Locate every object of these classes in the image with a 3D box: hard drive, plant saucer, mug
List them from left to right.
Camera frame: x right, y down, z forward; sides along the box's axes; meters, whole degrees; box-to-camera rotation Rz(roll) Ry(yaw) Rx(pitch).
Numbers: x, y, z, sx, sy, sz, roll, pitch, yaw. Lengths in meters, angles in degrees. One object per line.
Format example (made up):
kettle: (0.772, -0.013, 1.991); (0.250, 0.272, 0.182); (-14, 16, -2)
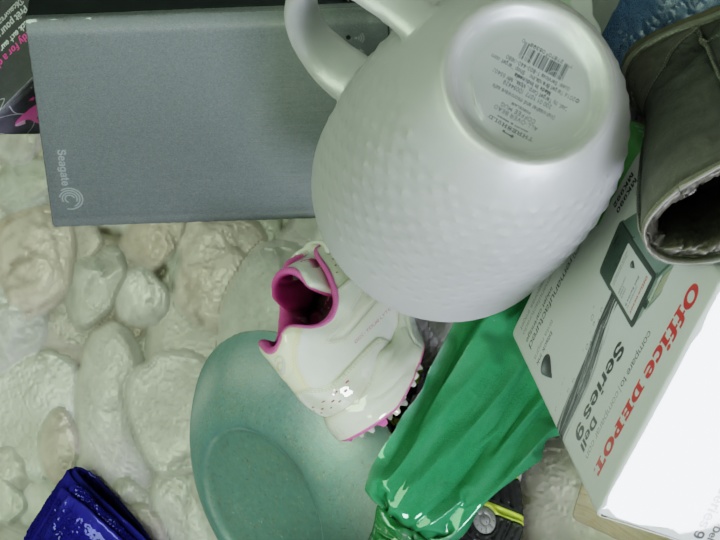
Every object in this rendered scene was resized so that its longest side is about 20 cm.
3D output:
hard drive: (-0.082, -0.092, 1.377); (0.199, 0.033, 0.140); (-2, 126, 1)
plant saucer: (-0.046, 0.136, 1.479); (0.201, 0.039, 0.202); (24, 127, 37)
mug: (0.043, -0.083, 1.252); (0.200, 0.175, 0.148); (41, 69, 1)

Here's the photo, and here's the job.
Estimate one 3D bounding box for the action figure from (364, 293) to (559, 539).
action figure: (0.065, 0.086, 1.399); (0.118, 0.055, 0.200); (38, 81, -9)

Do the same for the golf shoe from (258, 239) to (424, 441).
golf shoe: (0.000, 0.000, 1.410); (0.091, 0.200, 0.075); (36, 134, -21)

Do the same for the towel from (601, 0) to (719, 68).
towel: (0.219, -0.169, 1.337); (0.112, 0.049, 0.200); (33, 109, 6)

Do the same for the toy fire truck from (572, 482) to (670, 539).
toy fire truck: (0.167, 0.157, 1.398); (0.200, 0.049, 0.141); (-31, 77, 28)

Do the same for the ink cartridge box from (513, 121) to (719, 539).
ink cartridge box: (0.164, 0.030, 1.276); (0.084, 0.200, 0.146); (18, 111, -18)

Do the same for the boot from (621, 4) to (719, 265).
boot: (0.212, -0.089, 1.225); (0.182, 0.200, 0.073); (-30, 106, 11)

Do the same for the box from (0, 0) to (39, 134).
box: (-0.158, -0.160, 1.478); (0.132, 0.200, 0.115); (-42, 72, 25)

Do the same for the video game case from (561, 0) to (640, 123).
video game case: (0.092, -0.172, 1.438); (0.200, 0.022, 0.183); (24, 104, 26)

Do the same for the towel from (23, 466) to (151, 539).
towel: (-0.193, 0.249, 1.607); (0.148, 0.050, 0.200); (42, 111, 22)

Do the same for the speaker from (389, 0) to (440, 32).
speaker: (0.029, -0.148, 1.417); (0.081, 0.081, 0.200); (-41, 73, 25)

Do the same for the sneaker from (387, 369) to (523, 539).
sneaker: (0.025, 0.104, 1.475); (0.200, 0.075, 0.076); (55, 143, 14)
